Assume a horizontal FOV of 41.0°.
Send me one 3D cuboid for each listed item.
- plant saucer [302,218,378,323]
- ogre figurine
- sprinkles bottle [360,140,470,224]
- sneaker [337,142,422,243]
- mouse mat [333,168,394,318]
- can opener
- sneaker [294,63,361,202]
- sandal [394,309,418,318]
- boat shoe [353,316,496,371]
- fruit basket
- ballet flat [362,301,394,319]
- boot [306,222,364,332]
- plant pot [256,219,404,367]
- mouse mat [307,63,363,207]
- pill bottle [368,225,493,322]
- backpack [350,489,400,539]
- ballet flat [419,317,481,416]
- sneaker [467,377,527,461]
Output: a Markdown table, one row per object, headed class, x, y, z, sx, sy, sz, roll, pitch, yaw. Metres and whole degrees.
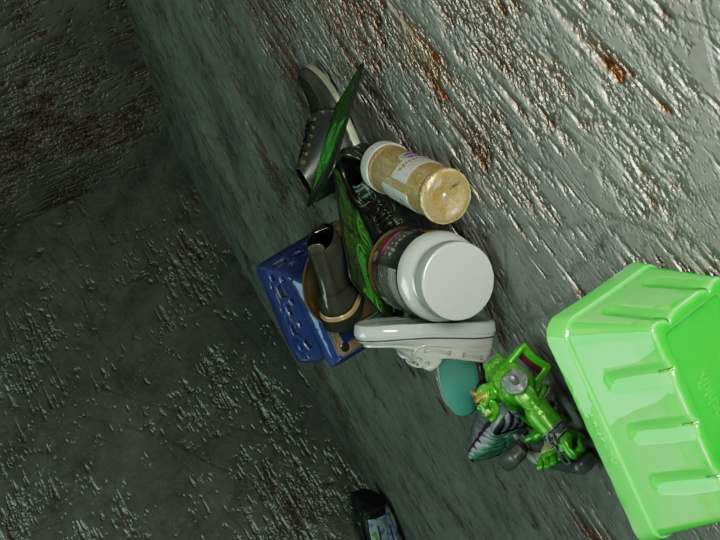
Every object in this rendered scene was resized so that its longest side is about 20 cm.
| class | x | y | z | sx | sy | sz | roll | pitch | yaw |
| --- | --- | --- | --- | --- | --- | --- | --- | --- | --- |
| plant saucer | 0.000 | 0.000 | 1.477 | 0.035 | 0.200 | 0.201 | 37 | -170 | -46 |
| ogre figurine | 0.200 | 0.159 | 1.158 | 0.120 | 0.098 | 0.200 | 51 | -162 | -5 |
| sprinkles bottle | 0.065 | -0.113 | 1.206 | 0.200 | 0.068 | 0.069 | 38 | 152 | 62 |
| sneaker | 0.022 | -0.088 | 1.363 | 0.201 | 0.075 | 0.079 | 61 | -157 | 10 |
| mouse mat | 0.005 | -0.033 | 1.358 | 0.161 | 0.007 | 0.202 | 49 | -154 | -51 |
| can opener | 0.232 | 0.242 | 1.235 | 0.053 | 0.067 | 0.200 | 50 | 168 | -1 |
| sneaker | -0.070 | -0.211 | 1.472 | 0.202 | 0.105 | 0.075 | 63 | 168 | 3 |
| sandal | 0.073 | 0.056 | 1.541 | 0.080 | 0.057 | 0.202 | 53 | 164 | 40 |
| boat shoe | 0.087 | 0.097 | 1.235 | 0.073 | 0.198 | 0.068 | -166 | 76 | -71 |
| fruit basket | 0.235 | 0.103 | 0.809 | 0.215 | 0.155 | 0.217 | 37 | 142 | 36 |
| ballet flat | 0.031 | 0.015 | 1.518 | 0.063 | 0.068 | 0.202 | 55 | -150 | -55 |
| boot | -0.029 | -0.030 | 1.342 | 0.201 | 0.077 | 0.139 | -89 | -14 | -56 |
| plant pot | -0.038 | 0.041 | 1.673 | 0.179 | 0.199 | 0.202 | 12 | 129 | 65 |
| mouse mat | -0.037 | -0.182 | 1.332 | 0.200 | 0.007 | 0.163 | 140 | 146 | -75 |
| pill bottle | 0.089 | 0.004 | 1.237 | 0.117 | 0.116 | 0.200 | 66 | 167 | -11 |
| backpack | 0.051 | 0.798 | 3.005 | 0.163 | 0.152 | 0.203 | -153 | 60 | -66 |
| ballet flat | 0.132 | 0.114 | 1.428 | 0.071 | 0.068 | 0.202 | -88 | -22 | -78 |
| sneaker | 0.190 | 0.206 | 1.376 | 0.201 | 0.074 | 0.088 | 108 | 147 | -59 |
